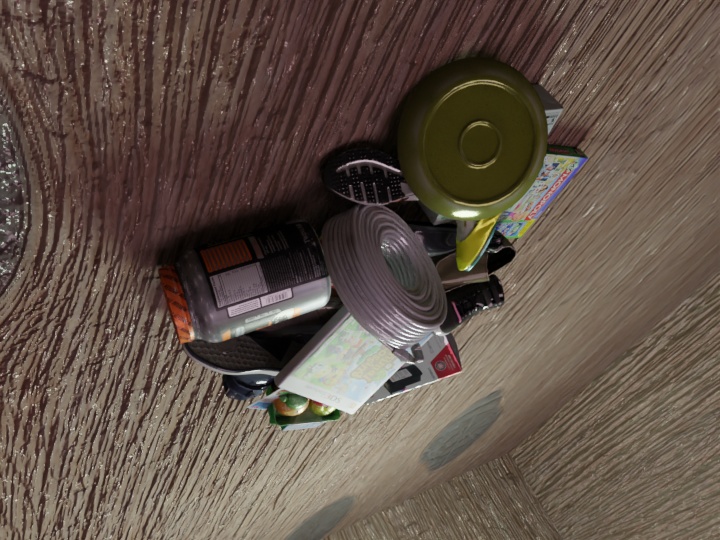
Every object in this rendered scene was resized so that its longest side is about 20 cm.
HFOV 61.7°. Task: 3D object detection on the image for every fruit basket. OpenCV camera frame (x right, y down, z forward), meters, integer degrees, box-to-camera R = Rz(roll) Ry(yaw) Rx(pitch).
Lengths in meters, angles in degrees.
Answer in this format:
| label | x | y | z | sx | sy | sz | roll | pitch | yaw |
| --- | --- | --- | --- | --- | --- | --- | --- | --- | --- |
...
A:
| label | x | y | z | sx | sy | sz | roll | pitch | yaw |
| --- | --- | --- | --- | --- | --- | --- | --- | --- | --- |
| fruit basket | -0.079 | 0.221 | 1.047 | 0.183 | 0.095 | 0.199 | 3 | 161 | -33 |

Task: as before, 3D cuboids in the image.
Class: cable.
| label | x | y | z | sx | sy | sz | roll | pitch | yaw |
| --- | --- | --- | --- | --- | --- | --- | --- | --- | --- |
| cable | 0.034 | 0.003 | 0.798 | 0.069 | 0.202 | 0.199 | -32 | 132 | 28 |

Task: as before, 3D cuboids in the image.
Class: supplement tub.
| label | x | y | z | sx | sy | sz | roll | pitch | yaw |
| --- | --- | --- | --- | --- | --- | --- | --- | --- | --- |
| supplement tub | -0.147 | 0.016 | 0.771 | 0.197 | 0.123 | 0.123 | -17 | 148 | -19 |

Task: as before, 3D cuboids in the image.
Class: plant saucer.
| label | x | y | z | sx | sy | sz | roll | pitch | yaw |
| --- | --- | --- | --- | --- | --- | --- | --- | --- | --- |
| plant saucer | 0.145 | -0.159 | 0.751 | 0.197 | 0.031 | 0.203 | -2 | 105 | -6 |

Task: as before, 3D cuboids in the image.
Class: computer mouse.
| label | x | y | z | sx | sy | sz | roll | pitch | yaw |
| --- | --- | --- | --- | --- | --- | --- | --- | --- | --- |
| computer mouse | 0.116 | -0.046 | 0.948 | 0.198 | 0.138 | 0.054 | 2 | 101 | -34 |

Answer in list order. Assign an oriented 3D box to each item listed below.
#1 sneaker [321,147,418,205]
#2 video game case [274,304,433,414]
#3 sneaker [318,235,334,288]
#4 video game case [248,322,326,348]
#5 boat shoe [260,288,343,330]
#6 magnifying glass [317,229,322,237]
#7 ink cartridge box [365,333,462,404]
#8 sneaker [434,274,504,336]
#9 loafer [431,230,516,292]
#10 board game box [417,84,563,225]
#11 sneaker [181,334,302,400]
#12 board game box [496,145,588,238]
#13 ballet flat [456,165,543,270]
| label | x | y | z | sx | sy | sz | roll | pitch | yaw |
| --- | --- | --- | --- | --- | --- | --- | --- | --- | --- |
| sneaker | 0.038 | -0.118 | 0.805 | 0.197 | 0.075 | 0.080 | -2 | 176 | -24 |
| video game case | -0.005 | 0.131 | 0.927 | 0.200 | 0.022 | 0.181 | -46 | 135 | 12 |
| sneaker | 0.000 | 0.000 | 0.890 | 0.072 | 0.078 | 0.200 | -30 | 147 | 15 |
| video game case | -0.100 | 0.112 | 0.981 | 0.197 | 0.019 | 0.144 | -1 | 149 | 2 |
| boat shoe | -0.121 | 0.042 | 0.895 | 0.197 | 0.073 | 0.076 | -1 | 151 | -12 |
| magnifying glass | -0.071 | -0.029 | 0.885 | 0.198 | 0.023 | 0.080 | -20 | 146 | -18 |
| ink cartridge box | 0.069 | 0.145 | 1.115 | 0.198 | 0.083 | 0.147 | -22 | 120 | 13 |
| sneaker | 0.189 | 0.052 | 1.042 | 0.098 | 0.072 | 0.199 | -18 | -175 | 32 |
| loafer | 0.187 | -0.015 | 1.027 | 0.198 | 0.069 | 0.076 | -26 | 122 | -24 |
| board game box | 0.183 | -0.166 | 0.880 | 0.146 | 0.065 | 0.201 | -12 | 144 | -30 |
| sneaker | -0.208 | 0.148 | 0.944 | 0.201 | 0.078 | 0.146 | 19 | 144 | -37 |
| board game box | 0.298 | -0.135 | 1.075 | 0.133 | 0.029 | 0.201 | -5 | 141 | -39 |
| ballet flat | 0.175 | -0.093 | 0.851 | 0.066 | 0.067 | 0.201 | 26 | 115 | -14 |
